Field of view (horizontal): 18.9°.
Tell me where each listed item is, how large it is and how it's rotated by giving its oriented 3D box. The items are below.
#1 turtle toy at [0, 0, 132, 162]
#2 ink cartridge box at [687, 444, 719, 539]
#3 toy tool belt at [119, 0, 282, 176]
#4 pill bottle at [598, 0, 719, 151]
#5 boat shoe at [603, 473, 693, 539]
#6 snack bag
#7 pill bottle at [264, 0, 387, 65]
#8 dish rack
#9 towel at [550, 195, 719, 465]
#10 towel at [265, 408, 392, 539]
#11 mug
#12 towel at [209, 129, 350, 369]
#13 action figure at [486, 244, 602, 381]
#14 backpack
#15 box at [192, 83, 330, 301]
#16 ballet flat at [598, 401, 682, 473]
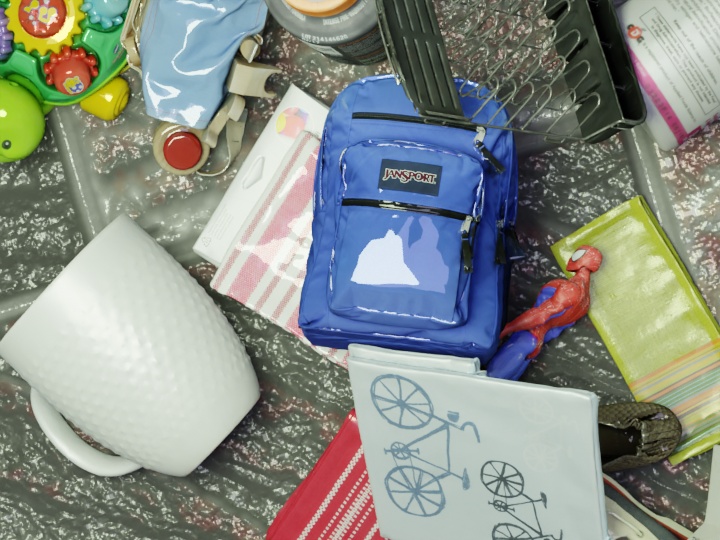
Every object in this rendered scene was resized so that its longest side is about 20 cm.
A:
[{"bbox_3d":[-0.249,-0.178,1.711,0.145,0.101,0.201,26,93,6],"label":"turtle toy"},{"bbox_3d":[0.346,0.201,1.594,0.199,0.128,0.126,6,90,-17],"label":"ink cartridge box"},{"bbox_3d":[-0.124,-0.160,1.664,0.124,0.123,0.201,11,104,-9],"label":"toy tool belt"},{"bbox_3d":[0.281,-0.191,1.640,0.200,0.113,0.114,-35,86,6],"label":"pill bottle"},{"bbox_3d":[0.186,0.207,1.660,0.199,0.063,0.071,30,130,-5],"label":"boat shoe"},{"bbox_3d":[0.092,0.141,1.604,0.199,0.021,0.189,7,129,22],"label":"snack bag"},{"bbox_3d":[-0.015,-0.216,1.630,0.106,0.200,0.107,0,89,9],"label":"pill bottle"},{"bbox_3d":[0.101,-0.167,1.551,0.055,0.199,0.154,-41,54,43],"label":"dish rack"},{"bbox_3d":[0.233,0.047,1.696,0.086,0.018,0.201,-30,87,6],"label":"towel"},{"bbox_3d":[0.036,0.218,1.708,0.200,0.022,0.145,35,105,5],"label":"towel"},{"bbox_3d":[-0.185,0.083,1.697,0.175,0.148,0.200,43,125,-2],"label":"mug"},{"bbox_3d":[0.000,0.000,1.678,0.199,0.030,0.147,31,92,6],"label":"towel"},{"bbox_3d":[0.121,0.061,1.678,0.052,0.065,0.200,40,88,23],"label":"action figure"},{"bbox_3d":[0.044,-0.044,1.583,0.161,0.168,0.201,8,79,0],"label":"backpack"},{"bbox_3d":[-0.009,-0.029,1.714,0.199,0.041,0.156,32,93,5],"label":"box"},{"bbox_3d":[0.152,0.141,1.688,0.199,0.046,0.068,-10,93,13],"label":"ballet flat"}]
